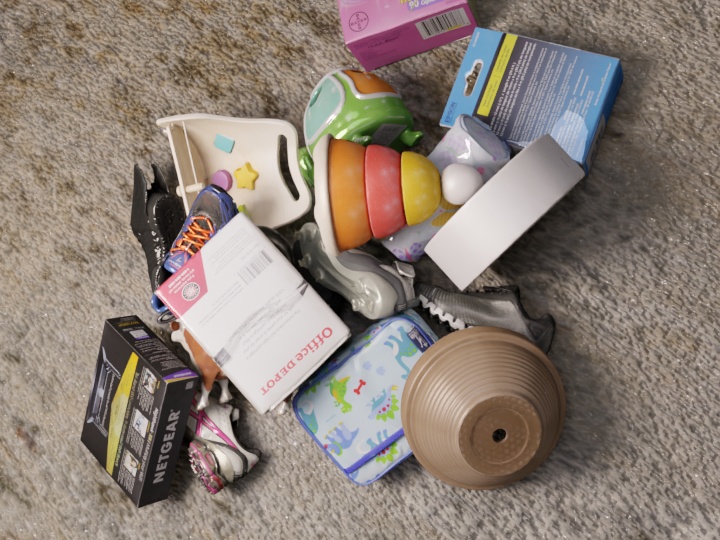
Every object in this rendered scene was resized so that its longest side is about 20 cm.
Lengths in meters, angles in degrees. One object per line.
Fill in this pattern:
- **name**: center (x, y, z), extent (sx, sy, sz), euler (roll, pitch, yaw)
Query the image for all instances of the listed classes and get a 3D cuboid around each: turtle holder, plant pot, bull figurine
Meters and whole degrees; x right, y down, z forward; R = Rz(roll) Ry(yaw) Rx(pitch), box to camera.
- **turtle holder**: center (-0.012, -0.186, 1.301), extent (0.140, 0.186, 0.133), euler (-20, 69, -20)
- **plant pot**: center (0.150, 0.174, 1.124), extent (0.198, 0.093, 0.203), euler (-1, 105, -5)
- **bull figurine**: center (-0.164, 0.118, 1.260), extent (0.198, 0.065, 0.123), euler (2, 99, 19)

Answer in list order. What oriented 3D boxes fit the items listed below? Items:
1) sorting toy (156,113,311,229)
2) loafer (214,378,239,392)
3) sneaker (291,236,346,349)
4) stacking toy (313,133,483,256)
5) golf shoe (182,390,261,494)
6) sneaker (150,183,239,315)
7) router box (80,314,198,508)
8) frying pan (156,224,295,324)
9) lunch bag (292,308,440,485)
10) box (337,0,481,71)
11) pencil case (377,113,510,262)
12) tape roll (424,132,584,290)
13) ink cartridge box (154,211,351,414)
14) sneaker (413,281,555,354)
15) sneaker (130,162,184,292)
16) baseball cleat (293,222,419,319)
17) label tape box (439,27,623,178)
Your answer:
- **sorting toy**: center (-0.159, -0.126, 1.320), extent (0.178, 0.107, 0.202), euler (-8, 100, 20)
- **loafer**: center (-0.155, 0.067, 1.322), extent (0.075, 0.068, 0.202), euler (15, 99, 16)
- **sneaker**: center (-0.050, 0.050, 1.291), extent (0.104, 0.060, 0.201), euler (-38, 66, 13)
- **stacking toy**: center (0.047, -0.096, 1.157), extent (0.197, 0.146, 0.148), euler (-4, 76, 6)
- **golf shoe**: center (-0.213, 0.205, 1.317), extent (0.091, 0.073, 0.200), euler (-27, 62, -22)
- **sneaker**: center (-0.216, -0.019, 1.261), extent (0.075, 0.078, 0.202), euler (29, 113, 14)
- **router box**: center (-0.299, 0.186, 1.290), extent (0.157, 0.052, 0.202), euler (36, 119, 36)
- **frying pan**: center (-0.170, 0.004, 1.245), extent (0.188, 0.031, 0.116), euler (-7, 103, -24)
- **lunch bag**: center (0.030, 0.158, 1.207), extent (0.199, 0.082, 0.161), euler (-36, 96, 9)
- **box**: center (0.057, -0.407, 1.335), extent (0.174, 0.097, 0.202), euler (-15, 73, 16)
- **pencil case**: center (0.099, -0.104, 1.229), extent (0.200, 0.083, 0.091), euler (-50, 39, 25)
- **tape roll**: center (0.172, -0.069, 1.159), extent (0.202, 0.202, 0.071), euler (-43, 84, 6)
- **ink cartridge box**: center (-0.126, 0.054, 1.178), extent (0.145, 0.083, 0.200), euler (-42, 85, -5)
- **sneaker**: center (0.158, 0.050, 1.218), extent (0.199, 0.066, 0.091), euler (28, 85, 19)
- **sneaker**: center (-0.289, -0.049, 1.386), extent (0.104, 0.059, 0.202), euler (20, 115, 55)
- **baseball cleat**: center (0.000, 0.000, 1.237), extent (0.200, 0.106, 0.070), euler (46, 130, 41)
- **label tape box**: center (0.222, -0.219, 1.255), extent (0.198, 0.066, 0.145), euler (19, 85, 24)
